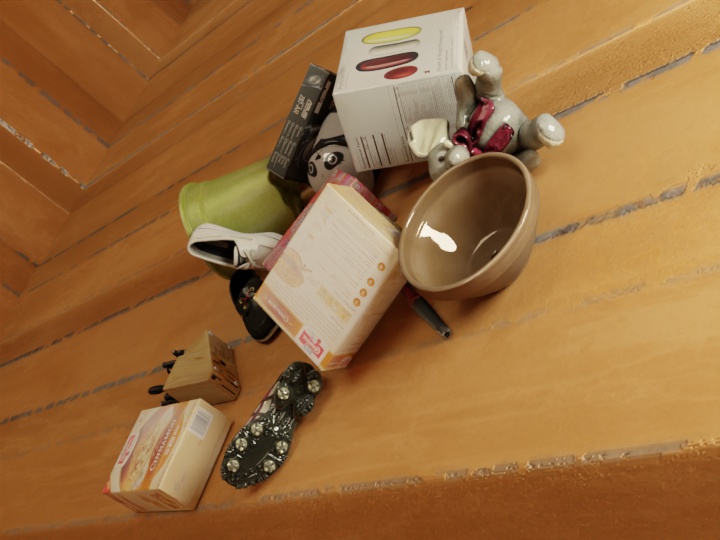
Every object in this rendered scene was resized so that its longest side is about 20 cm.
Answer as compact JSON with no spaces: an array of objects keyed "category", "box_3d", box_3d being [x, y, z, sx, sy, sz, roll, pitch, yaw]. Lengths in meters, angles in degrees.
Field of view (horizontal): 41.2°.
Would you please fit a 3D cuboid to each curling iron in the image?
[{"category":"curling iron","box_3d":[0.082,0.035,1.299,0.050,0.025,0.201,-48,27,12]}]

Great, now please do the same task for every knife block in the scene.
[{"category":"knife block","box_3d":[-0.292,0.199,1.639,0.176,0.064,0.201,-47,27,10]}]

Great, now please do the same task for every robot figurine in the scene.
[{"category":"robot figurine","box_3d":[-0.021,-0.206,1.650,0.152,0.122,0.202,99,-174,-52]}]

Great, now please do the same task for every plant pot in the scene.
[{"category":"plant pot","box_3d":[0.150,-0.039,1.199,0.199,0.092,0.203,-29,41,28]},{"category":"plant pot","box_3d":[-0.206,-0.113,1.782,0.182,0.201,0.202,-27,33,18]}]

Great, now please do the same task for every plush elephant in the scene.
[{"category":"plush elephant","box_3d":[0.152,-0.169,1.307,0.154,0.165,0.200,-41,-4,-12]}]

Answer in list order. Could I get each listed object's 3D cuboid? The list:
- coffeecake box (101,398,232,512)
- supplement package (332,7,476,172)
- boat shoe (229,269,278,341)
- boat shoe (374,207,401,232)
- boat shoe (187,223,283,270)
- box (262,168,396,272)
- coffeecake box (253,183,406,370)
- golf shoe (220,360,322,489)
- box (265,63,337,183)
[{"category":"coffeecake box","box_3d":[-0.310,0.298,1.533,0.198,0.073,0.156,-18,42,48]},{"category":"supplement package","box_3d":[0.077,-0.281,1.490,0.196,0.149,0.193,-8,41,13]},{"category":"boat shoe","box_3d":[-0.185,0.058,1.654,0.074,0.063,0.202,-45,29,6]},{"category":"boat shoe","box_3d":[0.000,0.000,1.431,0.073,0.062,0.203,-18,42,46]},{"category":"boat shoe","box_3d":[-0.205,-0.033,1.670,0.066,0.196,0.073,-71,-4,-60]},{"category":"box","box_3d":[-0.051,-0.049,1.530,0.201,0.102,0.095,-51,27,-2]},{"category":"coffeecake box","box_3d":[-0.033,0.010,1.327,0.153,0.073,0.201,43,108,23]},{"category":"golf shoe","box_3d":[-0.124,0.221,1.363,0.201,0.077,0.088,-53,7,-8]},{"category":"box","box_3d":[-0.077,-0.257,1.725,0.043,0.160,0.203,30,102,22]}]
